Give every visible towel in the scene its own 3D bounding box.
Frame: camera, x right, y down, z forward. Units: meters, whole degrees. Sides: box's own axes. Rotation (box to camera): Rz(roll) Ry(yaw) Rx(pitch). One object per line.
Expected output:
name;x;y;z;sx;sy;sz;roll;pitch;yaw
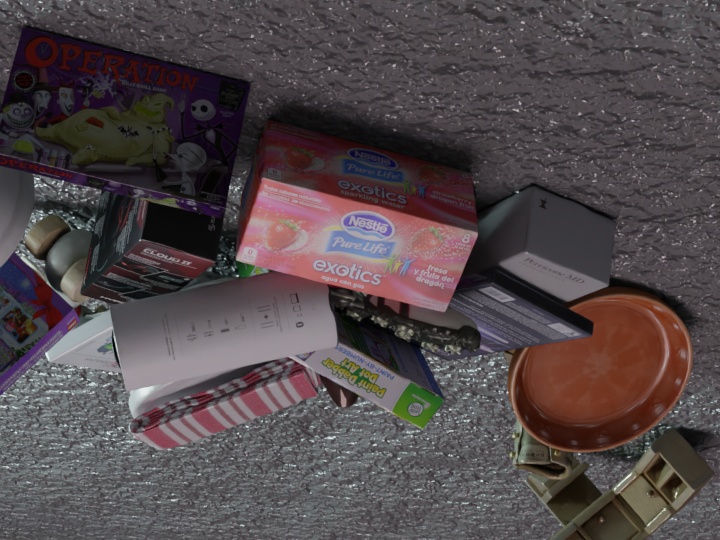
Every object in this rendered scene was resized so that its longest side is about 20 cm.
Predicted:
towel;-0.140;0.140;1.741;0.200;0.030;0.146;-20;165;-1

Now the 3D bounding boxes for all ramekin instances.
ramekin;-0.159;0.082;1.746;0.202;0.094;0.202;-20;163;-6

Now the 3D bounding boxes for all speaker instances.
speaker;-0.125;0.051;1.488;0.200;0.081;0.081;-13;159;-8

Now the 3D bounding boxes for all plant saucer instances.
plant saucer;0.250;0.102;1.731;0.200;0.032;0.201;-7;123;-10

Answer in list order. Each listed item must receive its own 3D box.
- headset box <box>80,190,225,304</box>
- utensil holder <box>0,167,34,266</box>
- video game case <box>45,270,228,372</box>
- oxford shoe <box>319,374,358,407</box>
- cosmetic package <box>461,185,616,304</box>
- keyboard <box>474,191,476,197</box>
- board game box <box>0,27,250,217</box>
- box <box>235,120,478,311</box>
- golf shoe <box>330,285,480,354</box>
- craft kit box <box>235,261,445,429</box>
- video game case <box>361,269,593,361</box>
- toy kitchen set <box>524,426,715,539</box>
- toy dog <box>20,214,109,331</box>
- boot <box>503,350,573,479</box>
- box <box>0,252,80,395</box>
headset box;-0.179;-0.061;1.494;0.075;0.149;0.200;17;156;-21
utensil holder;-0.426;-0.091;1.503;0.170;0.170;0.200;-4;153;30
video game case;-0.216;0.059;1.807;0.200;0.024;0.182;-28;161;20
oxford shoe;-0.019;0.102;1.836;0.071;0.073;0.200;-3;-171;7
cosmetic package;0.144;-0.006;1.595;0.101;0.071;0.200;21;155;-24
keyboard;-0.001;-0.072;1.565;0.200;0.021;0.127;14;157;-9
board game box;-0.201;-0.125;1.389;0.200;0.120;0.032;13;155;-9
box;-0.003;-0.049;1.477;0.200;0.103;0.095;14;125;-10
golf shoe;0.035;0.016;1.544;0.200;0.088;0.077;23;172;34
craft kit box;-0.024;0.058;1.665;0.197;0.049;0.200;33;-167;-21
video game case;0.108;0.047;1.621;0.143;0.019;0.200;27;155;-35
toy kitchen set;0.312;0.284;2.131;0.163;0.200;0.180;49;163;15
toy dog;-0.293;0.003;1.778;0.132;0.096;0.200;55;161;2
boot;0.191;0.136;1.807;0.072;0.155;0.200;-3;155;28
box;-0.410;0.030;1.713;0.200;0.137;0.039;41;164;17
